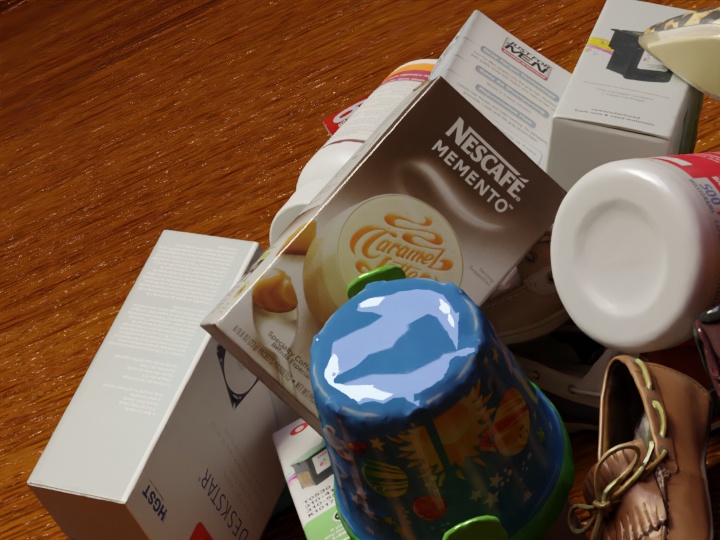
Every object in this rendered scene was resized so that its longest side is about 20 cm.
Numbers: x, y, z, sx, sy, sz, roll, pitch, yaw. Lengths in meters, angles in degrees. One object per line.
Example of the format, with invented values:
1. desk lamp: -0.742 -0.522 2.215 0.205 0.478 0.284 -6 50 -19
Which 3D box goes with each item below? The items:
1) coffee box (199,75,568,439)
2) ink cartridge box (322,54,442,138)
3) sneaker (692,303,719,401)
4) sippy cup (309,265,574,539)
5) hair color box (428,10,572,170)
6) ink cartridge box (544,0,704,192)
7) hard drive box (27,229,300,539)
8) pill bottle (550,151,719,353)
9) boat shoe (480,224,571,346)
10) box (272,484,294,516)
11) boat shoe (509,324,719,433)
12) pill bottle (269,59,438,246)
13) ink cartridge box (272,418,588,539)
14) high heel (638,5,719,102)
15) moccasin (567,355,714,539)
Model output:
1. coffee box: 0.014 -0.005 1.336 0.200 0.114 0.080 -49 6 -9
2. ink cartridge box: 0.075 -0.112 1.885 0.175 0.084 0.200 -29 20 -1
3. sneaker: 0.211 0.080 1.202 0.076 0.116 0.200 -24 21 14
4. sippy cup: 0.035 0.077 1.199 0.178 0.130 0.140 24 63 35
5. hair color box: 0.083 -0.089 1.562 0.061 0.099 0.200 -52 7 39
6. ink cartridge box: 0.183 -0.081 1.558 0.083 0.146 0.200 12 32 11
7. hard drive box: -0.109 0.102 1.426 0.077 0.156 0.200 8 56 28
8. pill bottle: 0.215 -0.016 1.346 0.112 0.113 0.200 -8 0 44
9. boat shoe: 0.120 -0.005 1.419 0.200 0.065 0.072 -20 20 -14
10. box: -0.009 0.099 1.544 0.200 0.049 0.082 -29 19 0
11. boat shoe: 0.162 0.062 1.389 0.200 0.063 0.071 -2 31 48
12. pill bottle: 0.020 -0.063 1.637 0.109 0.110 0.200 -12 26 39
13. ink cartridge box: 0.036 0.131 1.357 0.145 0.084 0.200 -29 19 0
14. high heel: 0.298 -0.168 1.490 0.200 0.072 0.143 12 46 29
15. moccasin: 0.149 0.120 1.205 0.074 0.078 0.202 -48 18 41
